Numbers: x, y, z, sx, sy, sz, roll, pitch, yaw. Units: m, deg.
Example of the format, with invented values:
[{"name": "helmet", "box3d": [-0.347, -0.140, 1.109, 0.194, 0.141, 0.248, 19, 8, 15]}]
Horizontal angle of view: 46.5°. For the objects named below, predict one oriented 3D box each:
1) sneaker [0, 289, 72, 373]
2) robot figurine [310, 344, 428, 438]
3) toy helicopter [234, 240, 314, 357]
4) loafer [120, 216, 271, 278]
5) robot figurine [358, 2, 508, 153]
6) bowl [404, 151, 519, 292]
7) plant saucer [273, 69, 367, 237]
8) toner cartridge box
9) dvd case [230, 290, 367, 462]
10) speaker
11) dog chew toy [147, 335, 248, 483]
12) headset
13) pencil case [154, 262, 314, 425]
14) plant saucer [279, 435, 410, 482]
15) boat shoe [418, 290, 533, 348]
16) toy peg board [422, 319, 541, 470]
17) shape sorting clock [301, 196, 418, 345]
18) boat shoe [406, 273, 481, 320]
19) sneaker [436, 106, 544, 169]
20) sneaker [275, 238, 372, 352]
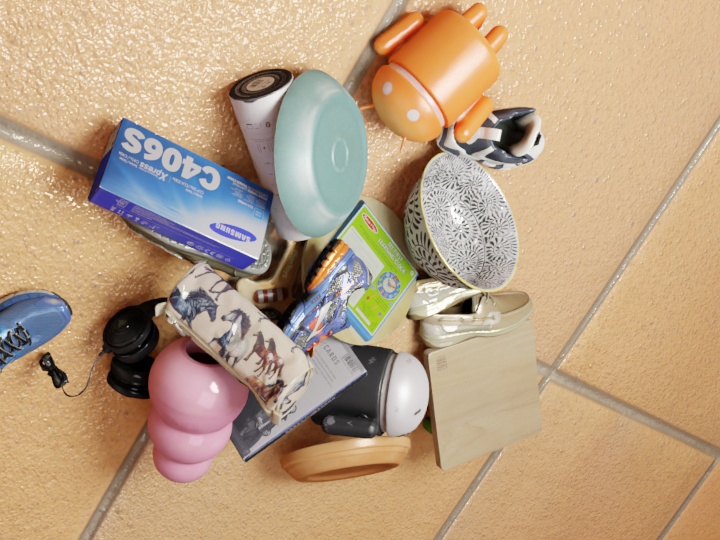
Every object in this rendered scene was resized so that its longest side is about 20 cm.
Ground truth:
[{"name": "sneaker", "box3d": [-0.421, 0.096, 0.960, 0.199, 0.089, 0.079, -31, 128, -12]}, {"name": "robot figurine", "box3d": [-0.002, 0.169, 1.188, 0.125, 0.197, 0.152, 63, 36, -67]}, {"name": "toy helicopter", "box3d": [-0.100, 0.029, 1.111, 0.131, 0.079, 0.202, 24, 87, -15]}, {"name": "loafer", "box3d": [-0.207, -0.038, 1.017, 0.199, 0.076, 0.069, 29, 144, -23]}, {"name": "robot figurine", "box3d": [0.097, -0.243, 1.055, 0.200, 0.117, 0.144, -43, 129, -2]}, {"name": "bowl", "box3d": [0.123, -0.055, 1.169, 0.199, 0.203, 0.094, 20, 150, -37]}, {"name": "plant saucer", "box3d": [-0.037, -0.140, 1.013, 0.199, 0.036, 0.203, -17, 109, -62]}, {"name": "toner cartridge box", "box3d": [-0.201, -0.085, 0.964, 0.198, 0.043, 0.096, 25, 60, -27]}, {"name": "dvd case", "box3d": [-0.112, 0.137, 1.130, 0.199, 0.151, 0.025, -34, 158, -9]}, {"name": "speaker", "box3d": [-0.093, -0.137, 1.028, 0.081, 0.081, 0.202, -27, 126, -14]}, {"name": "dog chew toy", "box3d": [-0.212, 0.183, 1.051, 0.123, 0.125, 0.202, 2, 120, -30]}, {"name": "headset", "box3d": [-0.297, 0.101, 1.061, 0.199, 0.094, 0.125, -22, 129, -37]}, {"name": "pencil case", "box3d": [-0.141, 0.085, 0.971, 0.089, 0.200, 0.078, -44, 168, -27]}, {"name": "plant saucer", "box3d": [-0.021, 0.285, 1.249, 0.197, 0.038, 0.201, -7, 160, -3]}, {"name": "boat shoe", "box3d": [0.183, 0.062, 1.305, 0.198, 0.072, 0.066, -14, 123, -17]}, {"name": "toy peg board", "box3d": [0.183, 0.189, 1.374, 0.198, 0.098, 0.202, -15, 107, -23]}, {"name": "shape sorting clock", "box3d": [0.000, 0.000, 1.141, 0.198, 0.039, 0.203, -1, 92, -36]}, {"name": "boat shoe", "box3d": [0.146, 0.006, 1.251, 0.198, 0.074, 0.067, -26, 101, -23]}, {"name": "sneaker", "box3d": [0.214, -0.176, 1.136, 0.198, 0.129, 0.081, 10, 95, -40]}, {"name": "sneaker", "box3d": [-0.053, 0.063, 1.043, 0.078, 0.075, 0.201, 32, 93, -10]}]
